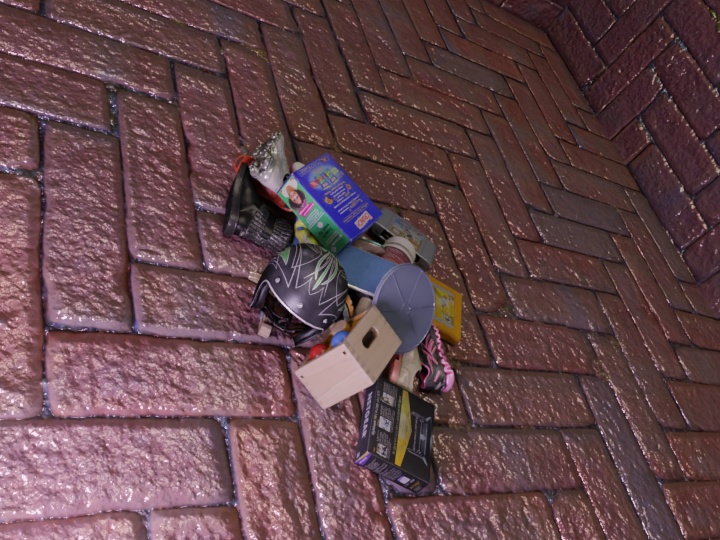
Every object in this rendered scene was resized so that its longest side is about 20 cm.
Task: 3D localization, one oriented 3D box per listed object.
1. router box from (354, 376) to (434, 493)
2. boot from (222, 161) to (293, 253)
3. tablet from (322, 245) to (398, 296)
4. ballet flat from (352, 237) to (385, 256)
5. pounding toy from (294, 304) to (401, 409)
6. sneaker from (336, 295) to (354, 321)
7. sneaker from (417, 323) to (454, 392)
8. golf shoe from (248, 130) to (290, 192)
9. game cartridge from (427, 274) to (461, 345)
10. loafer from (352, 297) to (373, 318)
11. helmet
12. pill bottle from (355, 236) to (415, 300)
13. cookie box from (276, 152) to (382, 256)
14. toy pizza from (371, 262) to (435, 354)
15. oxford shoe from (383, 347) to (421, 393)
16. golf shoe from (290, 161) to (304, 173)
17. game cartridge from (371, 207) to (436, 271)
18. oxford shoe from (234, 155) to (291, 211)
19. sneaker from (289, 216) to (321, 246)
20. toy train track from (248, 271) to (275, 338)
[{"bbox_3d":[0.076,0.342,1.522,0.156,0.052,0.202,31,40,-16],"label":"router box"},{"bbox_3d":[-0.231,-0.142,1.674,0.155,0.079,0.214,17,55,-21],"label":"boot"},{"bbox_3d":[0.000,0.000,1.648,0.197,0.014,0.131,22,43,-13],"label":"tablet"},{"bbox_3d":[-0.040,-0.050,1.742,0.196,0.068,0.068,16,69,11],"label":"ballet flat"},{"bbox_3d":[-0.036,0.158,1.510,0.143,0.183,0.200,52,37,-7],"label":"pounding toy"},{"bbox_3d":[-0.074,0.057,1.649,0.076,0.078,0.202,-21,74,-19],"label":"sneaker"},{"bbox_3d":[0.148,0.199,1.718,0.094,0.080,0.202,-5,53,-24],"label":"sneaker"},{"bbox_3d":[-0.206,-0.254,1.720,0.097,0.078,0.202,48,29,-27],"label":"golf shoe"},{"bbox_3d":[0.178,0.080,1.879,0.198,0.032,0.178,31,39,-18],"label":"game cartridge"},{"bbox_3d":[0.048,0.103,1.656,0.199,0.074,0.070,19,82,-64],"label":"loafer"},{"bbox_3d":[-0.117,0.041,1.476,0.197,0.190,0.203,21,50,-27],"label":"helmet"},{"bbox_3d":[0.068,0.004,1.786,0.109,0.110,0.201,39,38,-5],"label":"pill bottle"},{"bbox_3d":[-0.068,-0.153,1.662,0.200,0.075,0.171,47,37,1],"label":"cookie box"},{"bbox_3d":[0.092,0.084,1.612,0.198,0.031,0.205,-6,99,-41],"label":"toy pizza"},{"bbox_3d":[0.107,0.205,1.665,0.073,0.071,0.202,29,50,-8],"label":"oxford shoe"},{"bbox_3d":[-0.091,-0.226,1.875,0.199,0.092,0.076,38,39,-5],"label":"golf shoe"},{"bbox_3d":[0.119,-0.089,1.962,0.199,0.042,0.134,37,32,-4],"label":"game cartridge"},{"bbox_3d":[-0.226,-0.208,1.772,0.199,0.072,0.073,40,4,6],"label":"oxford shoe"},{"bbox_3d":[-0.136,-0.104,1.703,0.075,0.105,0.202,27,41,-23],"label":"sneaker"},{"bbox_3d":[-0.192,0.057,1.563,0.113,0.033,0.202,27,42,-21],"label":"toy train track"}]
